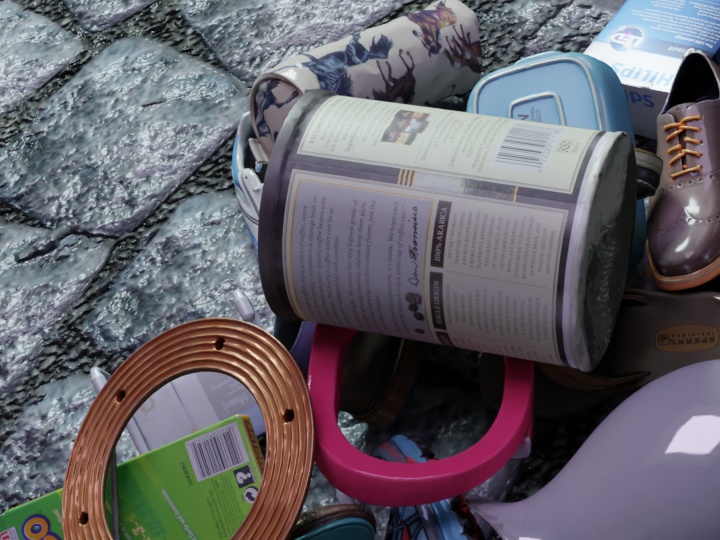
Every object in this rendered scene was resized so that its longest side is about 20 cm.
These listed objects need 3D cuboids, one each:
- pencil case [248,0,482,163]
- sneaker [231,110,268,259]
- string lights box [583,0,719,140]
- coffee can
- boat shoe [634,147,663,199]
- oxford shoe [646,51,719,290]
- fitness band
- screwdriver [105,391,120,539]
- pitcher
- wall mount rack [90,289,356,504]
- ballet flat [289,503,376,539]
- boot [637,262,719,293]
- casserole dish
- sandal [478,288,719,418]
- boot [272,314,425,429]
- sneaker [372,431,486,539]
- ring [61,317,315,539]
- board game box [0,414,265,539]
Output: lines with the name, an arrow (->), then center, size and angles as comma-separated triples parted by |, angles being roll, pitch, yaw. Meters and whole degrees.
pencil case -> 0.004, -0.141, 1.444 | 0.200, 0.090, 0.078 | -27, 67, -35
sneaker -> -0.058, -0.049, 1.438 | 0.072, 0.073, 0.200 | -24, 44, -1
string lights box -> 0.258, -0.188, 1.430 | 0.103, 0.059, 0.200 | 20, 60, 39
coffee can -> 0.055, -0.026, 1.158 | 0.199, 0.147, 0.147 | 10, 53, 19
boat shoe -> 0.106, -0.040, 1.254 | 0.199, 0.073, 0.065 | -8, 72, 30
oxford shoe -> 0.216, -0.067, 1.250 | 0.071, 0.073, 0.200 | -14, 36, 25
fitness band -> 0.038, 0.069, 1.192 | 0.143, 0.038, 0.200 | -2, 41, 7
screwdriver -> -0.160, 0.178, 1.225 | 0.028, 0.029, 0.201 | -8, 82, 16
pitcher -> 0.179, 0.154, 1.101 | 0.200, 0.121, 0.172 | -30, 47, 10
wall mount rack -> -0.094, 0.118, 1.298 | 0.199, 0.075, 0.174 | -28, 81, -1
ballet flat -> -0.074, 0.205, 1.178 | 0.200, 0.071, 0.065 | -43, 34, 4
boot -> 0.286, -0.032, 1.275 | 0.188, 0.069, 0.200 | -13, 38, 33
casserole dish -> 0.131, -0.071, 1.315 | 0.121, 0.039, 0.201 | -13, 64, 16
sandal -> 0.157, 0.049, 1.213 | 0.199, 0.054, 0.081 | -9, 79, 35
boot -> 0.000, 0.000, 1.303 | 0.075, 0.097, 0.201 | -23, 51, 50
sneaker -> 0.032, 0.183, 1.165 | 0.095, 0.079, 0.200 | -27, 43, 2
ring -> -0.107, 0.126, 1.179 | 0.200, 0.019, 0.201 | -16, 60, 29
board game box -> -0.149, 0.176, 1.249 | 0.199, 0.030, 0.096 | -23, 78, 11
